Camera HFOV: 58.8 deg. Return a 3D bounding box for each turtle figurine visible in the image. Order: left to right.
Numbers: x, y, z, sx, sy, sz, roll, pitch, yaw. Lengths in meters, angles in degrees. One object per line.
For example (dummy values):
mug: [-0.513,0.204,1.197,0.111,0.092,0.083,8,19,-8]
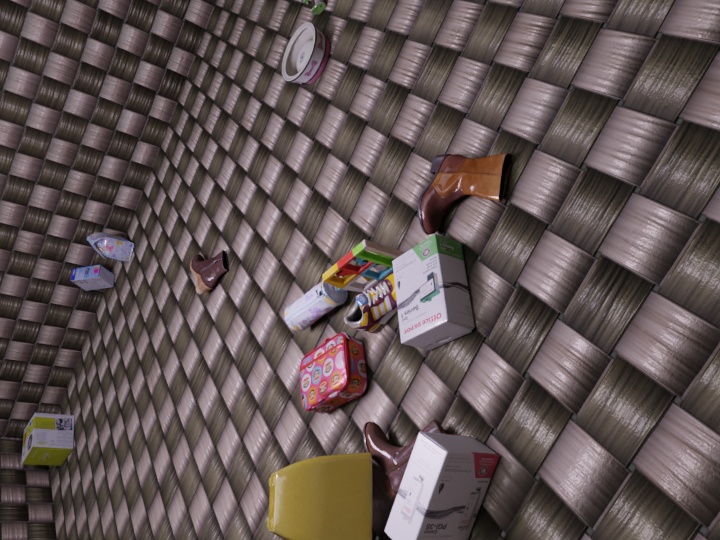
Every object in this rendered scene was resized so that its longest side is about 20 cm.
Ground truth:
turtle figurine: [-0.203,-0.957,2.181,0.144,0.199,0.195,95,160,-54]

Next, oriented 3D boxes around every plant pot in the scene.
plant pot: [-0.093,0.491,1.357,0.194,0.199,0.197,124,150,-65]

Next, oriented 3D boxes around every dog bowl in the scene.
dog bowl: [-0.176,-0.703,2.098,0.200,0.074,0.201,-23,59,47]

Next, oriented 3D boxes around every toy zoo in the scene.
toy zoo: [0.000,0.000,1.535,0.200,0.131,0.021,-38,49,38]

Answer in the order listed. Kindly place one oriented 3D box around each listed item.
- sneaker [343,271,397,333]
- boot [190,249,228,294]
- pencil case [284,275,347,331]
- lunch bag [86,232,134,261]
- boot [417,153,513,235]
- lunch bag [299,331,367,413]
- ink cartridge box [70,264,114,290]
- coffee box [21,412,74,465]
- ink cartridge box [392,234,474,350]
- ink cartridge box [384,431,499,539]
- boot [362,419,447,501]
sneaker: [0.042,0.067,1.486,0.200,0.090,0.075,-56,39,24]
boot: [-0.551,-0.022,2.365,0.166,0.072,0.201,-40,45,21]
pencil case: [-0.120,0.090,1.699,0.083,0.091,0.200,54,132,1]
lunch bag: [-1.281,-0.123,3.257,0.169,0.199,0.128,20,92,54]
boot: [0.227,-0.159,1.371,0.200,0.068,0.189,13,80,47]
lunch bag: [-0.070,0.245,1.584,0.200,0.082,0.177,-37,45,38]
ink cartridge box: [-1.418,0.041,3.354,0.199,0.137,0.077,-9,62,11]
coffee box: [-1.628,0.883,3.331,0.200,0.199,0.198,-47,43,33]
ink cartridge box: [0.150,0.049,1.352,0.146,0.084,0.201,-34,51,43]
ink cartridge box: [0.148,0.406,1.161,0.083,0.146,0.201,25,97,53]
boot: [0.101,0.351,1.317,0.200,0.064,0.187,-50,55,34]
